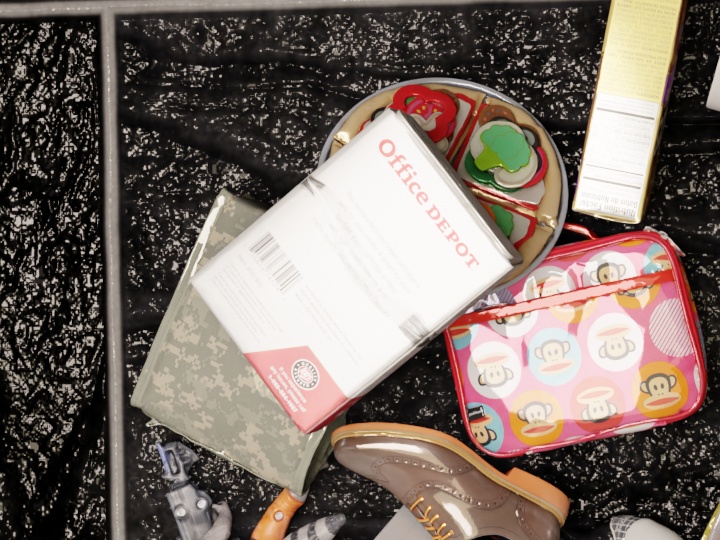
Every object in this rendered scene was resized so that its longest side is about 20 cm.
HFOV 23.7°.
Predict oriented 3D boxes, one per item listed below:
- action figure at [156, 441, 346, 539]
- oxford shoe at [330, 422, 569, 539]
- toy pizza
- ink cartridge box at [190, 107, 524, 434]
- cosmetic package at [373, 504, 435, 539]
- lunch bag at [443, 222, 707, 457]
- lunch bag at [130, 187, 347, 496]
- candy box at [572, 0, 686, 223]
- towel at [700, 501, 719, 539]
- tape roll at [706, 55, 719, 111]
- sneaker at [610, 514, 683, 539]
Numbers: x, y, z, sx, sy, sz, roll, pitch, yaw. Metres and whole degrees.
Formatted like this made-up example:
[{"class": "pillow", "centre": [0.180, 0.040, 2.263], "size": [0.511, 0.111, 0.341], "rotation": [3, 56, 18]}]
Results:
[{"class": "action figure", "centre": [-0.103, 0.222, 1.403], "size": [0.192, 0.105, 0.201], "rotation": [-28, 91, 2]}, {"class": "oxford shoe", "centre": [0.066, 0.177, 1.336], "size": [0.198, 0.071, 0.073], "rotation": [21, 61, -3]}, {"class": "toy pizza", "centre": [0.064, -0.070, 1.333], "size": [0.198, 0.032, 0.202], "rotation": [1, 62, -2]}, {"class": "ink cartridge box", "centre": [0.000, 0.000, 1.257], "size": [0.200, 0.083, 0.147], "rotation": [-39, 83, 11]}, {"class": "cosmetic package", "centre": [0.063, 0.261, 1.318], "size": [0.151, 0.200, 0.052], "rotation": [42, 107, 6]}, {"class": "lunch bag", "centre": [0.167, 0.046, 1.349], "size": [0.198, 0.082, 0.178], "rotation": [-13, 86, 13]}, {"class": "lunch bag", "centre": [-0.075, 0.061, 1.376], "size": [0.163, 0.118, 0.201], "rotation": [27, 92, 8]}, {"class": "candy box", "centre": [0.210, -0.140, 1.307], "size": [0.056, 0.117, 0.202], "rotation": [12, 97, 11]}, {"class": "towel", "centre": [0.374, 0.196, 1.320], "size": [0.198, 0.023, 0.145], "rotation": [20, 96, 7]}, {"class": "tape roll", "centre": [0.343, -0.196, 1.233], "size": [0.138, 0.203, 0.204], "rotation": [16, 97, 9]}, {"class": "sneaker", "centre": [0.222, 0.294, 1.362], "size": [0.080, 0.076, 0.202], "rotation": [22, 110, 41]}]
